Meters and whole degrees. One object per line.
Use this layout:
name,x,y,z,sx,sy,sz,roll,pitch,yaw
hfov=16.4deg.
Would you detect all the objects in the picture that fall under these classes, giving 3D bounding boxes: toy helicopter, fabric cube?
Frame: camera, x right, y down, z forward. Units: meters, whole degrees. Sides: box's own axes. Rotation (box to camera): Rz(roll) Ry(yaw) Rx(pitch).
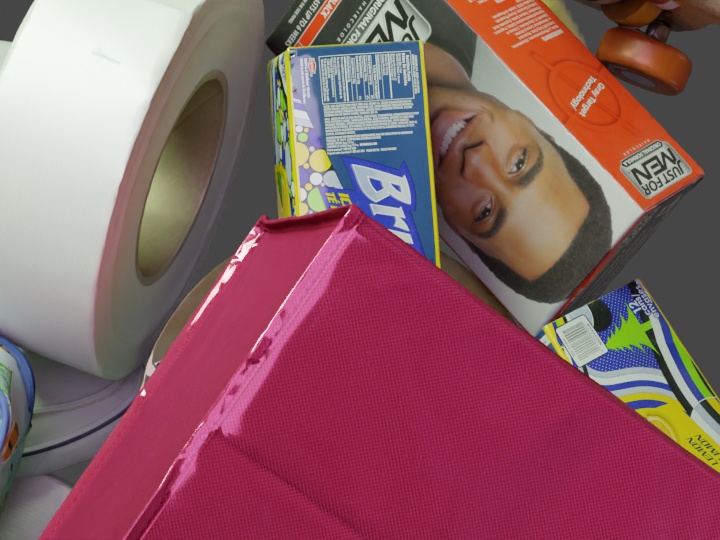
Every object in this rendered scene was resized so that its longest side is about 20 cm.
toy helicopter,0.120,-0.149,1.147,0.132,0.200,0.079,24,85,-7
fabric cube,0.003,0.109,0.991,0.199,0.196,0.200,36,83,-9

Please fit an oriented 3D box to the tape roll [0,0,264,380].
tape roll,-0.113,-0.054,1.164,0.071,0.202,0.203,20,84,11

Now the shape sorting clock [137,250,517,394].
shape sorting clock,-0.009,0.078,1.196,0.199,0.039,0.201,1,80,-8

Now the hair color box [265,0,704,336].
hair color box,0.057,-0.078,1.193,0.200,0.061,0.102,47,131,12

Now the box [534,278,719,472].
box,0.146,0.109,1.160,0.064,0.070,0.200,-24,76,-31

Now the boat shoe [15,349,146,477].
boat shoe,-0.199,0.054,1.201,0.199,0.066,0.072,-2,50,-9

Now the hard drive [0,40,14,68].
hard drive,-0.242,-0.085,1.230,0.199,0.132,0.026,9,121,9

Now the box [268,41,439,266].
box,0.000,0.000,1.133,0.064,0.070,0.201,-4,90,-9

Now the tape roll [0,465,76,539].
tape roll,-0.193,0.190,1.220,0.202,0.037,0.203,-1,81,7

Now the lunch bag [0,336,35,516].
lunch bag,-0.243,0.095,1.132,0.160,0.076,0.200,19,106,-2
